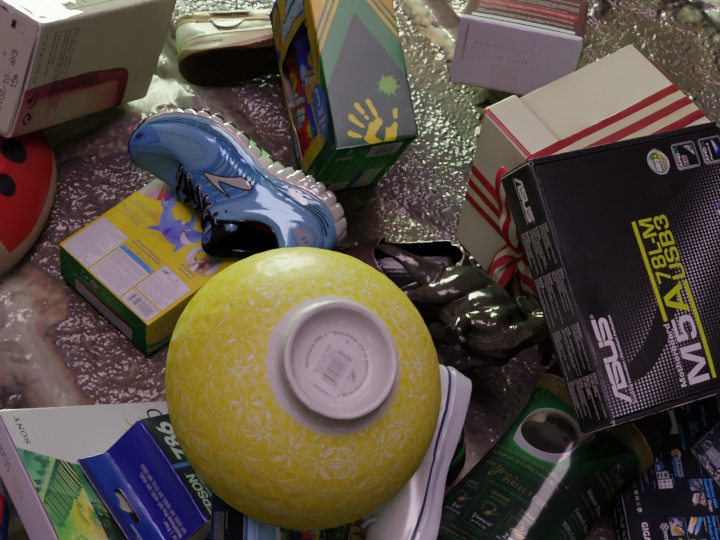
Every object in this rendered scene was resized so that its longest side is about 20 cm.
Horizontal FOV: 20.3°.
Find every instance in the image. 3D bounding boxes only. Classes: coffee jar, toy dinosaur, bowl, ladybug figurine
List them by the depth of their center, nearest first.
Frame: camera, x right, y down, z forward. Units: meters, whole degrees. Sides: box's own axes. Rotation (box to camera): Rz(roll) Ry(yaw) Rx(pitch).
[{"bbox_3d":[-0.028,0.071,1.369,0.198,0.108,0.202,4,76,-15],"label":"bowl"},{"bbox_3d":[0.140,0.157,1.497,0.104,0.086,0.200,28,69,38],"label":"coffee jar"},{"bbox_3d":[0.085,0.035,1.566,0.102,0.078,0.199,-20,32,-32],"label":"toy dinosaur"},{"bbox_3d":[-0.326,-0.073,1.680,0.135,0.072,0.201,11,52,4],"label":"ladybug figurine"}]

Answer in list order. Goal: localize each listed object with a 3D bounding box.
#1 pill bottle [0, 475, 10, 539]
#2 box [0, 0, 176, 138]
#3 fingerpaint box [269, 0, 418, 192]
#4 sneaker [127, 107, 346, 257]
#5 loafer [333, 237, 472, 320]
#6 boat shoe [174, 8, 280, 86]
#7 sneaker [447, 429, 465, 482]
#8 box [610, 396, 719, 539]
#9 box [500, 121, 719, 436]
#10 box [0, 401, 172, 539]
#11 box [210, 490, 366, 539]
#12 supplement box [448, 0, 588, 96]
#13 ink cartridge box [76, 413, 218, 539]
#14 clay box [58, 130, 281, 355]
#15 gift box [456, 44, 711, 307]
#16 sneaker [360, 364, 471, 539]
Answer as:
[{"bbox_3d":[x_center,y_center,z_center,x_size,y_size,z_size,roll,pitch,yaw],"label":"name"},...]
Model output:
[{"bbox_3d":[-0.310,0.196,1.444,0.111,0.113,0.201,1,53,-4],"label":"pill bottle"},{"bbox_3d":[-0.272,-0.203,1.714,0.127,0.110,0.200,31,27,20],"label":"box"},{"bbox_3d":[-0.019,-0.164,1.660,0.073,0.200,0.168,-9,83,-11],"label":"fingerpaint box"},{"bbox_3d":[-0.112,-0.060,1.624,0.199,0.079,0.090,28,59,19],"label":"sneaker"},{"bbox_3d":[0.000,0.000,1.648,0.198,0.071,0.073,-6,52,-9],"label":"loafer"},{"bbox_3d":[-0.067,-0.213,1.813,0.199,0.073,0.064,-8,57,-2],"label":"boat shoe"},{"bbox_3d":[-0.002,0.088,1.571,0.199,0.086,0.078,25,54,16],"label":"sneaker"},{"bbox_3d":[0.272,0.158,1.561,0.157,0.046,0.201,-2,52,-5],"label":"box"},{"bbox_3d":[0.215,0.002,1.478,0.192,0.047,0.202,-11,81,-36],"label":"box"},{"bbox_3d":[-0.163,0.161,1.478,0.199,0.036,0.145,-1,47,-40],"label":"box"},{"bbox_3d":[-0.046,0.147,1.454,0.136,0.038,0.202,13,71,-44],"label":"box"},{"bbox_3d":[0.142,-0.203,1.765,0.108,0.061,0.200,12,19,5],"label":"supplement box"},{"bbox_3d":[-0.104,0.148,1.482,0.199,0.039,0.100,-11,55,-47],"label":"ink cartridge box"},{"bbox_3d":[-0.139,-0.028,1.675,0.200,0.048,0.115,-36,62,-29],"label":"clay box"},{"bbox_3d":[0.196,-0.046,1.631,0.186,0.185,0.200,-25,54,-25],"label":"gift box"},{"bbox_3d":[0.021,0.155,1.457,0.070,0.073,0.201,23,63,-15],"label":"sneaker"}]
